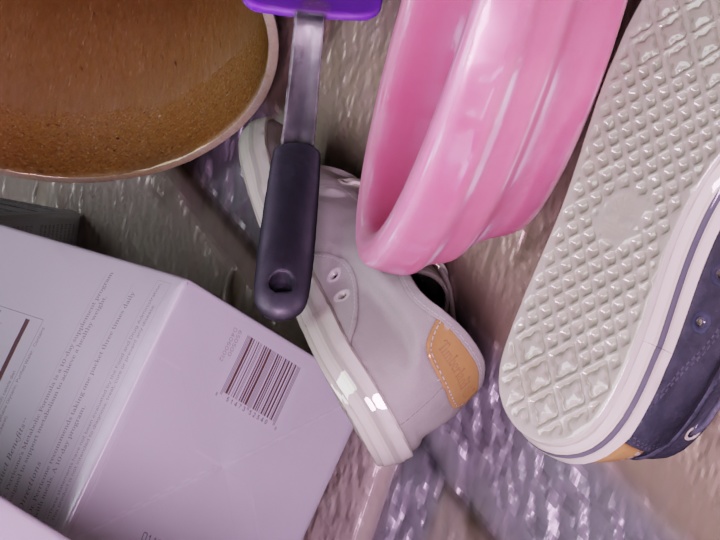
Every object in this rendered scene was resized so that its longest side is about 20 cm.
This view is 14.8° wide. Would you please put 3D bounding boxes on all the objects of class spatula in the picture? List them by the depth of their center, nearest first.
[{"bbox_3d":[-0.022,-0.060,1.035,0.021,0.056,0.201,95,179,-53],"label":"spatula"}]

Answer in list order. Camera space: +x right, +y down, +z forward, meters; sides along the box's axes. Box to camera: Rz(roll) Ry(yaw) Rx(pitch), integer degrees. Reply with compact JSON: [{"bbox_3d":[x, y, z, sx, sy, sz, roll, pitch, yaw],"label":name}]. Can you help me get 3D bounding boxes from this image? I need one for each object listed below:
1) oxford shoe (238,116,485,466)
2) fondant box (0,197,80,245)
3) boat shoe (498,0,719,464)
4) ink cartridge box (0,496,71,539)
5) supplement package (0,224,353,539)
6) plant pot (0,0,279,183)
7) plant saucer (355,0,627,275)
[{"bbox_3d":[0.000,0.000,1.039,0.058,0.075,0.200,-30,34,1],"label":"oxford shoe"},{"bbox_3d":[-0.202,0.042,1.253,0.058,0.200,0.145,11,96,21],"label":"fondant box"},{"bbox_3d":[0.109,-0.031,0.838,0.075,0.062,0.201,28,95,46],"label":"boat shoe"},{"bbox_3d":[-0.154,0.123,0.993,0.083,0.146,0.200,-61,24,-14],"label":"ink cartridge box"},{"bbox_3d":[-0.117,0.055,1.102,0.200,0.114,0.110,15,76,46],"label":"supplement package"},{"bbox_3d":[-0.124,-0.172,1.184,0.186,0.186,0.201,-50,30,45],"label":"plant pot"},{"bbox_3d":[0.050,-0.091,0.909,0.201,0.051,0.201,-163,90,-83],"label":"plant saucer"}]
